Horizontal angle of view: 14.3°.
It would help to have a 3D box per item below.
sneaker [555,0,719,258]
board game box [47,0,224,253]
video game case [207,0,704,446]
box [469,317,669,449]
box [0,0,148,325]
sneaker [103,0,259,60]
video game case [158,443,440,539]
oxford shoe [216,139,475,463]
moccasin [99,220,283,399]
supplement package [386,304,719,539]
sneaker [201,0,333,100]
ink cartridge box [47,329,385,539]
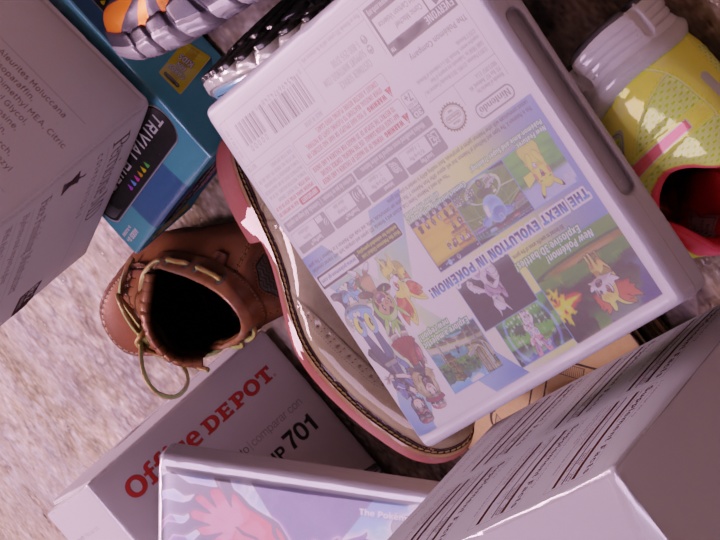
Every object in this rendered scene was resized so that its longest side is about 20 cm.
[{"bbox_3d":[0.115,-0.025,1.204,0.090,0.078,0.200,38,151,14],"label":"sneaker"},{"bbox_3d":[-0.151,-0.119,1.504,0.200,0.047,0.151,48,153,1],"label":"board game box"},{"bbox_3d":[0.034,-0.033,1.208,0.183,0.022,0.200,57,143,1],"label":"video game case"},{"bbox_3d":[0.106,0.067,1.397,0.164,0.021,0.200,51,152,-6],"label":"box"},{"bbox_3d":[-0.237,-0.077,1.488,0.200,0.131,0.199,45,154,6],"label":"box"},{"bbox_3d":[-0.074,-0.173,1.306,0.200,0.078,0.112,-24,102,51],"label":"sneaker"},{"bbox_3d":[-0.012,0.191,1.511,0.199,0.023,0.183,7,109,16],"label":"video game case"},{"bbox_3d":[0.000,0.000,1.388,0.200,0.070,0.075,56,142,9],"label":"oxford shoe"},{"bbox_3d":[-0.095,0.022,1.570,0.201,0.078,0.074,-5,122,58],"label":"moccasin"},{"bbox_3d":[0.141,0.146,1.268,0.191,0.147,0.200,51,139,-7],"label":"supplement package"},{"bbox_3d":[0.001,-0.086,1.294,0.090,0.078,0.200,53,153,-17],"label":"sneaker"},{"bbox_3d":[-0.053,0.159,1.612,0.200,0.146,0.086,50,154,-4],"label":"ink cartridge box"}]
